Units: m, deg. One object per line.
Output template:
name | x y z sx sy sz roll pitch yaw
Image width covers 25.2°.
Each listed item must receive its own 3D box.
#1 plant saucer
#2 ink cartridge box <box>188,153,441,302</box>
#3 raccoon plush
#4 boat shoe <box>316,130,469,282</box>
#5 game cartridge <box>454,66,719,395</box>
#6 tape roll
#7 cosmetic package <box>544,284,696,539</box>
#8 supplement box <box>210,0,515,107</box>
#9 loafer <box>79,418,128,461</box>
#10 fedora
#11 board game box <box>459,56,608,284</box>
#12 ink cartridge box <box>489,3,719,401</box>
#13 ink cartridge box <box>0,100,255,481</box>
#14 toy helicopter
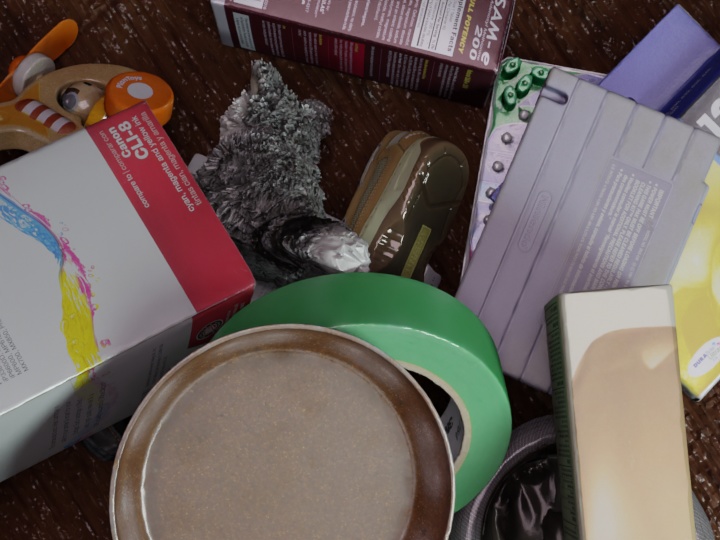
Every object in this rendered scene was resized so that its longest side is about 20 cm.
plant saucer | -0.045 0.127 0.927 0.198 0.034 0.202 -2 99 -10
ink cartridge box | -0.066 0.030 1.133 0.199 0.047 0.161 26 84 19
raccoon plush | -0.031 -0.061 1.059 0.199 0.097 0.135 18 72 39
boat shoe | 0.000 0.000 1.074 0.076 0.072 0.201 24 83 44
game cartridge | 0.146 -0.018 1.070 0.129 0.038 0.201 24 89 1
tape roll | -0.006 0.091 1.007 0.198 0.202 0.048 -7 41 -1
cosmetic package | 0.160 0.114 0.991 0.070 0.105 0.202 -5 86 1
supplement box | 0.001 -0.174 1.115 0.198 0.109 0.061 15 83 1
loafer | -0.197 0.031 1.104 0.072 0.073 0.201 -26 84 4
fedora | 0.145 0.198 1.081 0.176 0.090 0.201 -27 83 -4
board game box | 0.180 -0.040 1.142 0.198 0.026 0.202 10 84 1
ink cartridge box | 0.227 -0.051 1.109 0.200 0.047 0.198 45 86 2
ink cartridge box | -0.191 0.021 0.998 0.199 0.145 0.145 -27 76 -22
toy helicopter | -0.232 -0.108 1.103 0.198 0.079 0.133 -13 49 -27
